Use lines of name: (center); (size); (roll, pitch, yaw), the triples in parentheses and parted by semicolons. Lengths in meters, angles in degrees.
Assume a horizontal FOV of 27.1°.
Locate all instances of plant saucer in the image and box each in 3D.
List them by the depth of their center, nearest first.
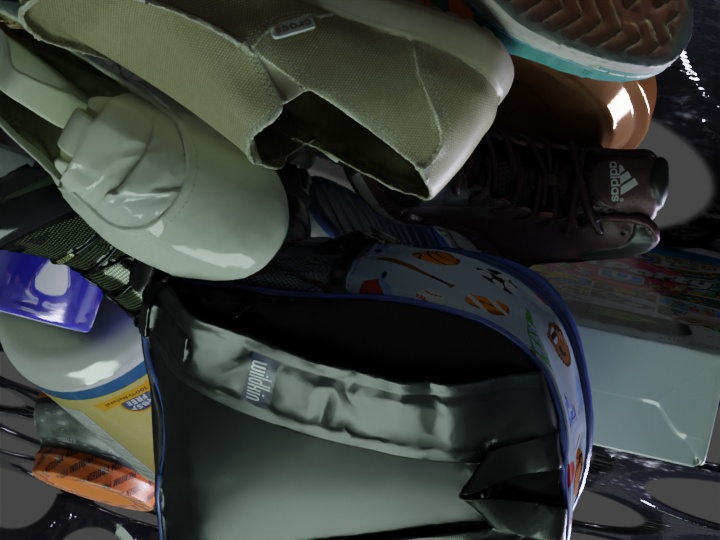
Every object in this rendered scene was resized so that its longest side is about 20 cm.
plant saucer: (0.045, -0.092, 0.736); (0.198, 0.033, 0.201); (14, 162, 5)

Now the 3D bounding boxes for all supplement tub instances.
supplement tub: (-0.121, 0.052, 0.958); (0.143, 0.146, 0.200); (4, 150, 33)
supplement tub: (-0.175, 0.073, 1.140); (0.121, 0.202, 0.123); (14, 163, 5)

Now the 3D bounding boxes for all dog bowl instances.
dog bowl: (-0.229, -0.030, 0.800); (0.198, 0.080, 0.200); (15, 176, 1)

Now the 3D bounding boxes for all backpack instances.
backpack: (0.010, 0.073, 0.671); (0.188, 0.154, 0.202); (6, 116, 21)

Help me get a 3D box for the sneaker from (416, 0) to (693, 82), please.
sneaker: (0.034, -0.125, 0.595); (0.198, 0.072, 0.080); (25, 163, 0)

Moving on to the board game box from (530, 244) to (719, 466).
board game box: (0.124, 0.030, 0.817); (0.146, 0.065, 0.200); (12, -165, 10)

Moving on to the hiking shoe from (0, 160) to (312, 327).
hiking shoe: (-0.095, -0.005, 0.719); (0.199, 0.102, 0.075); (-1, 168, -42)

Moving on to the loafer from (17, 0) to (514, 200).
loafer: (-0.042, -0.079, 0.563); (0.198, 0.069, 0.076); (14, 163, 2)

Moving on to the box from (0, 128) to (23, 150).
box: (-0.276, -0.132, 0.819); (0.198, 0.079, 0.095); (14, 162, 8)

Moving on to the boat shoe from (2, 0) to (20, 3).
boat shoe: (-0.181, -0.145, 0.705); (0.198, 0.076, 0.060); (18, 156, -3)

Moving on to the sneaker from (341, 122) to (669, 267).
sneaker: (0.079, -0.051, 0.685); (0.114, 0.077, 0.200); (-1, 166, 30)

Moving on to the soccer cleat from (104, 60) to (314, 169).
soccer cleat: (-0.103, -0.090, 0.795); (0.086, 0.071, 0.199); (-19, 155, 31)

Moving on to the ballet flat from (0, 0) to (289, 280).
ballet flat: (-0.114, -0.059, 0.615); (0.199, 0.070, 0.069); (36, 174, 31)

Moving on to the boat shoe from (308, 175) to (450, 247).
boat shoe: (0.000, 0.000, 0.893); (0.072, 0.073, 0.199); (-36, 147, 20)
